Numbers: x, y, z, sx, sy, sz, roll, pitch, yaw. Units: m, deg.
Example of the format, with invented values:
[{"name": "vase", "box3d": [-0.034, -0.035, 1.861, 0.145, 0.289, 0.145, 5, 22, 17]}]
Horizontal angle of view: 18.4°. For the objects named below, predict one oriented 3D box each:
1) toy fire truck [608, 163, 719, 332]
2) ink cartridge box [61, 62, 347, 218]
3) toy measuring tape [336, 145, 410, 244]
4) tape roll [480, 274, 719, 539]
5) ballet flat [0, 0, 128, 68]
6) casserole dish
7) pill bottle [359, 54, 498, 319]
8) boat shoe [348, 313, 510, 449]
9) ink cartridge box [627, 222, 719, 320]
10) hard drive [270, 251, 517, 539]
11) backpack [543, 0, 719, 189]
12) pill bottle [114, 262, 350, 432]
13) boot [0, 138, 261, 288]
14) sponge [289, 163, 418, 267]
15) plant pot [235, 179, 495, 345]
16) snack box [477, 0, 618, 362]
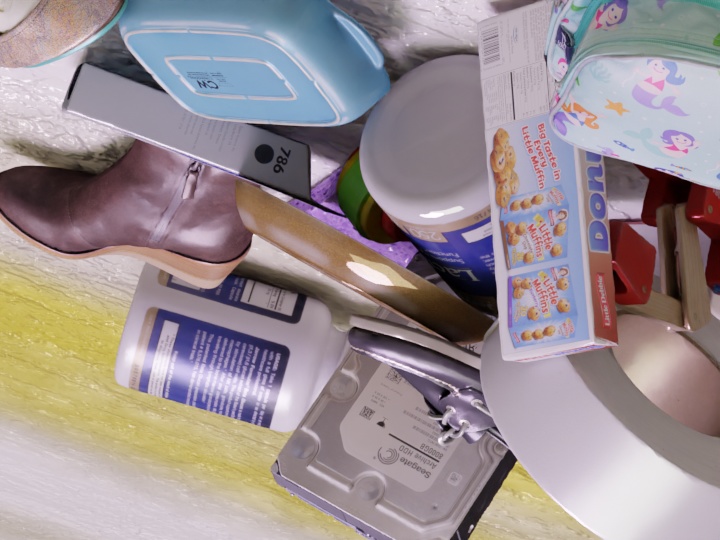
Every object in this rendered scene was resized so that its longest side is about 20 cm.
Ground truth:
[{"name": "toy fire truck", "box3d": [0.198, -0.015, 1.363, 0.049, 0.142, 0.200, -4, 150, 39]}, {"name": "ink cartridge box", "box3d": [-0.101, -0.088, 1.489, 0.199, 0.039, 0.099, 22, 180, -11]}, {"name": "toy measuring tape", "box3d": [0.006, -0.070, 1.452, 0.073, 0.074, 0.200, 5, 155, 25]}, {"name": "tape roll", "box3d": [0.171, 0.083, 1.349, 0.202, 0.203, 0.071, 25, 122, -21]}, {"name": "ballet flat", "box3d": [-0.229, -0.163, 1.410, 0.199, 0.068, 0.067, -12, 138, 45]}, {"name": "casserole dish", "box3d": [-0.072, -0.131, 1.362, 0.199, 0.039, 0.121, 8, 150, 44]}, {"name": "pill bottle", "box3d": [0.089, -0.039, 1.414, 0.115, 0.116, 0.200, 2, 154, 30]}, {"name": "boat shoe", "box3d": [0.075, 0.087, 1.398, 0.199, 0.063, 0.073, 25, 180, -15]}, {"name": "ink cartridge box", "box3d": [0.236, 0.041, 1.566, 0.116, 0.068, 0.200, 1, 152, 32]}, {"name": "hard drive", "box3d": [0.049, 0.092, 1.522, 0.139, 0.200, 0.038, 28, 161, 23]}, {"name": "backpack", "box3d": [0.183, -0.134, 1.106, 0.177, 0.151, 0.200, 17, 153, 1]}, {"name": "pill bottle", "box3d": [-0.088, 0.065, 1.781, 0.199, 0.112, 0.111, 16, 158, 0]}, {"name": "boot", "box3d": [-0.167, -0.067, 1.616, 0.199, 0.073, 0.167, 19, 145, -3]}, {"name": "sponge", "box3d": [0.048, -0.012, 1.618, 0.199, 0.030, 0.112, 25, 155, -17]}, {"name": "plant pot", "box3d": [0.000, 0.000, 1.453, 0.199, 0.028, 0.200, 30, 179, 0]}, {"name": "snack box", "box3d": [0.105, -0.052, 1.270, 0.024, 0.201, 0.072, 5, 168, -44]}]
